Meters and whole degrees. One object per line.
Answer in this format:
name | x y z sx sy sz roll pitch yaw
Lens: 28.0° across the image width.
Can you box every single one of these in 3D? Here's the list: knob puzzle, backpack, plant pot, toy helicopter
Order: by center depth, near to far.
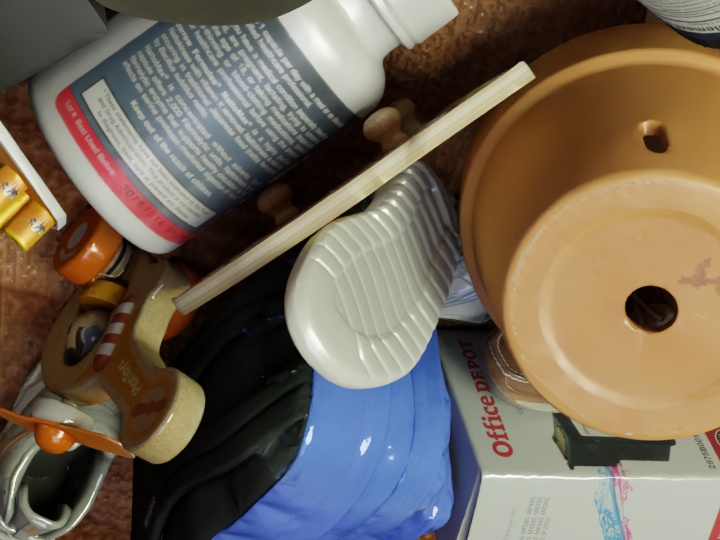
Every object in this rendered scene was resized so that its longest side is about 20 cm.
plant pot | 0.142 -0.009 0.717 0.200 0.140 0.200 4 114 9
knob puzzle | -0.017 -0.046 0.743 0.220 0.220 0.030 -34 95 10
toy helicopter | -0.134 0.055 0.772 0.079 0.200 0.132 39 90 -29
backpack | -0.028 0.092 0.821 0.168 0.163 0.200 12 138 -28

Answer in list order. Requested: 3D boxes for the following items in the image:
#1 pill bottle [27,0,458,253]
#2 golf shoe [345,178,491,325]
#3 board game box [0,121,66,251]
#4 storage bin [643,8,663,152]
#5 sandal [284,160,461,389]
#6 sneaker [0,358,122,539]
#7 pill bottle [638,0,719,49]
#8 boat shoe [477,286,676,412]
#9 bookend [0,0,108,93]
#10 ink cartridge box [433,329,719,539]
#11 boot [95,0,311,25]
pill bottle | -0.056 -0.109 0.735 0.200 0.120 0.120 -34 122 10
golf shoe | 0.088 -0.012 0.867 0.200 0.078 0.097 -6 141 -4
board game box | -0.246 -0.100 0.664 0.026 0.200 0.200 -49 129 -25
storage bin | 0.261 -0.137 0.801 0.198 0.094 0.200 -4 121 -9
sandal | 0.003 0.007 0.730 0.050 0.203 0.083 -23 100 28
sneaker | -0.207 0.141 0.873 0.076 0.092 0.200 24 113 -23
pill bottle | 0.153 -0.165 0.628 0.200 0.112 0.112 25 114 -41
boat shoe | 0.160 0.027 0.867 0.200 0.076 0.072 -16 150 -28
bookend | -0.164 -0.195 0.678 0.200 0.092 0.199 -29 124 5
ink cartridge box | 0.142 0.112 0.895 0.200 0.146 0.083 3 123 -14
boot | -0.035 -0.168 0.658 0.200 0.075 0.074 -14 136 2
